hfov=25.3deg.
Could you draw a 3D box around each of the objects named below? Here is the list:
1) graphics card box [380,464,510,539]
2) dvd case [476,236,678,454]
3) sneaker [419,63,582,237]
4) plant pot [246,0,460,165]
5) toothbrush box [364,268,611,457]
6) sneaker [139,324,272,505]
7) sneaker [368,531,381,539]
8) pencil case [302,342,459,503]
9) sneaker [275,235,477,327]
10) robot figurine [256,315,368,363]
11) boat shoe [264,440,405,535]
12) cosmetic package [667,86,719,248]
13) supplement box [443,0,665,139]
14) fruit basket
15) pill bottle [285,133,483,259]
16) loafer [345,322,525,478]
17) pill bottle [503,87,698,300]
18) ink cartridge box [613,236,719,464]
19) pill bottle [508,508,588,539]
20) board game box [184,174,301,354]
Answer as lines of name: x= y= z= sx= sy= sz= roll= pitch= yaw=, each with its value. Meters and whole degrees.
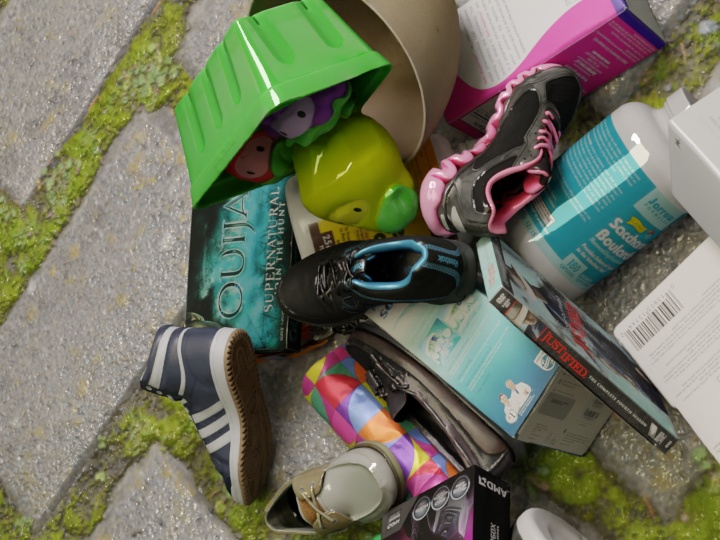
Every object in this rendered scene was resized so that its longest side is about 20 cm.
graphics card box: x=0.068 y=0.278 z=1.352 sx=0.125 sy=0.051 sz=0.202 roll=-34 pitch=36 yaw=39
dvd case: x=0.178 y=0.057 z=1.340 sx=0.199 sy=0.146 sz=0.022 roll=40 pitch=105 yaw=-12
sneaker: x=0.143 y=-0.099 z=1.394 sx=0.095 sy=0.079 sz=0.200 roll=15 pitch=58 yaw=49
plant pot: x=0.013 y=-0.209 z=1.439 sx=0.199 sy=0.202 sz=0.134 roll=16 pitch=46 yaw=35
toothbrush box: x=0.121 y=0.069 z=1.434 sx=0.199 sy=0.146 sz=0.086 roll=38 pitch=99 yaw=34
sneaker: x=-0.154 y=0.139 z=1.591 sx=0.107 sy=0.070 sz=0.202 roll=7 pitch=122 yaw=22
sneaker: x=-0.016 y=0.317 z=1.505 sx=0.074 sy=0.083 sz=0.201 roll=40 pitch=102 yaw=33
pencil case: x=0.028 y=0.154 z=1.516 sx=0.089 sy=0.088 sz=0.200 roll=-51 pitch=57 yaw=13
sneaker: x=0.000 y=0.000 z=1.392 sx=0.198 sy=0.082 sz=0.074 roll=-13 pitch=73 yaw=32
robot figurine: x=-0.052 y=0.014 z=1.614 sx=0.198 sy=0.058 sz=0.147 roll=-26 pitch=67 yaw=27
boat shoe: x=-0.025 y=0.213 z=1.490 sx=0.075 sy=0.068 sz=0.200 roll=61 pitch=148 yaw=6
cosmetic package: x=0.381 y=-0.075 z=1.269 sx=0.199 sy=0.123 sz=0.200 roll=-32 pitch=60 yaw=-7
supplement box: x=0.166 y=-0.214 z=1.493 sx=0.199 sy=0.103 sz=0.102 roll=-30 pitch=63 yaw=23
fruit basket: x=-0.047 y=-0.105 z=1.377 sx=0.215 sy=0.154 sz=0.218 roll=32 pitch=133 yaw=42
pill bottle: x=0.036 y=-0.061 z=1.504 sx=0.197 sy=0.109 sz=0.111 roll=-16 pitch=69 yaw=3
loafer: x=0.055 y=0.122 z=1.446 sx=0.199 sy=0.072 sz=0.063 roll=35 pitch=72 yaw=24
pill bottle: x=0.226 y=-0.072 z=1.416 sx=0.199 sy=0.110 sz=0.112 roll=-39 pitch=61 yaw=21
ink cartridge box: x=0.339 y=0.050 z=1.354 sx=0.200 sy=0.045 sz=0.177 roll=-46 pitch=58 yaw=17
pill bottle: x=0.127 y=0.316 z=1.392 sx=0.201 sy=0.114 sz=0.114 roll=-52 pitch=57 yaw=12
board game box: x=-0.115 y=-0.016 z=1.610 sx=0.134 sy=0.028 sz=0.203 roll=-5 pitch=76 yaw=33
